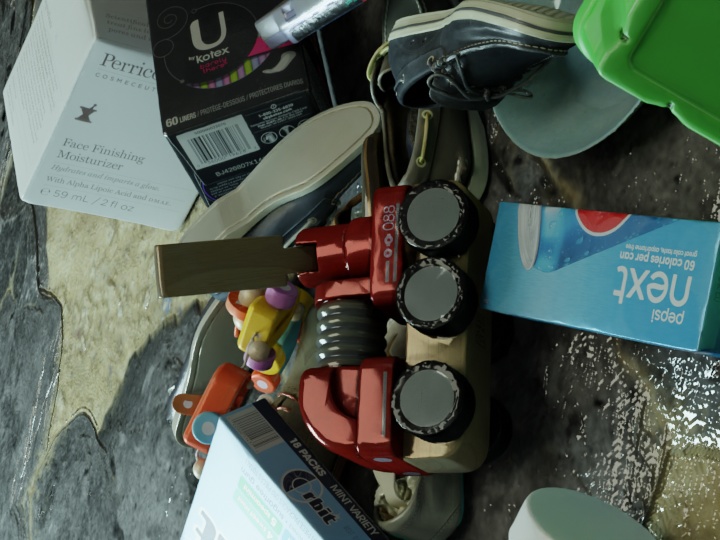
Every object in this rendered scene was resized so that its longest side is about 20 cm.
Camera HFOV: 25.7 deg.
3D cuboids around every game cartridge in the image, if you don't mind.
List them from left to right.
[{"bbox_3d":[0.017,-0.226,1.139,0.130,0.038,0.200,-48,16,-32],"label":"game cartridge"}]

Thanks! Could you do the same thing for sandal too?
[{"bbox_3d":[0.000,0.000,1.121,0.054,0.082,0.201,2,87,15],"label":"sandal"}]

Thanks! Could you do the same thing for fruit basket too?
[{"bbox_3d":[0.208,-0.107,0.733,0.156,0.215,0.216,-61,34,28],"label":"fruit basket"}]

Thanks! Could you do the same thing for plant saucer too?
[{"bbox_3d":[0.148,-0.163,0.964,0.201,0.039,0.202,-26,59,55],"label":"plant saucer"}]

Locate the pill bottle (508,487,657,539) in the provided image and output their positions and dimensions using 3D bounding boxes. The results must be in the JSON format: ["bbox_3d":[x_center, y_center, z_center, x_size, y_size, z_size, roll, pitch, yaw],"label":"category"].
[{"bbox_3d":[0.090,0.224,0.861,0.111,0.110,0.200,49,122,54],"label":"pill bottle"}]

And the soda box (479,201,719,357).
[{"bbox_3d":[0.150,0.004,0.878,0.200,0.064,0.068,11,90,60],"label":"soda box"}]

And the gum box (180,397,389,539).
[{"bbox_3d":[-0.055,0.217,1.084,0.170,0.044,0.200,46,135,27],"label":"gum box"}]

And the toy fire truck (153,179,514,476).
[{"bbox_3d":[-0.017,0.035,0.995,0.199,0.129,0.177,-5,71,23],"label":"toy fire truck"}]

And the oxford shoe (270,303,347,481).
[{"bbox_3d":[-0.046,0.116,1.168,0.070,0.075,0.201,-8,74,60],"label":"oxford shoe"}]

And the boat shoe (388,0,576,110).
[{"bbox_3d":[0.074,-0.130,0.972,0.200,0.074,0.062,-175,90,-65],"label":"boat shoe"}]

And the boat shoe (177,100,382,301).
[{"bbox_3d":[-0.051,-0.048,1.195,0.200,0.062,0.075,-41,35,12],"label":"boat shoe"}]

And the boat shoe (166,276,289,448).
[{"bbox_3d":[-0.119,0.057,1.321,0.200,0.072,0.063,-65,35,31],"label":"boat shoe"}]

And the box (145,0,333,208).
[{"bbox_3d":[-0.096,-0.169,1.275,0.122,0.106,0.200,-17,54,6],"label":"box"}]

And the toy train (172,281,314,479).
[{"bbox_3d":[-0.092,0.071,1.173,0.200,0.055,0.151,8,-74,-83],"label":"toy train"}]

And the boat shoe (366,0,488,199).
[{"bbox_3d":[0.041,-0.132,1.117,0.072,0.060,0.202,-45,44,44],"label":"boat shoe"}]

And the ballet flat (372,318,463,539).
[{"bbox_3d":[0.036,0.079,1.052,0.067,0.064,0.201,-27,57,55],"label":"ballet flat"}]

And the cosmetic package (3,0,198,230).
[{"bbox_3d":[-0.218,-0.174,1.478,0.200,0.164,0.165,-57,36,35],"label":"cosmetic package"}]
